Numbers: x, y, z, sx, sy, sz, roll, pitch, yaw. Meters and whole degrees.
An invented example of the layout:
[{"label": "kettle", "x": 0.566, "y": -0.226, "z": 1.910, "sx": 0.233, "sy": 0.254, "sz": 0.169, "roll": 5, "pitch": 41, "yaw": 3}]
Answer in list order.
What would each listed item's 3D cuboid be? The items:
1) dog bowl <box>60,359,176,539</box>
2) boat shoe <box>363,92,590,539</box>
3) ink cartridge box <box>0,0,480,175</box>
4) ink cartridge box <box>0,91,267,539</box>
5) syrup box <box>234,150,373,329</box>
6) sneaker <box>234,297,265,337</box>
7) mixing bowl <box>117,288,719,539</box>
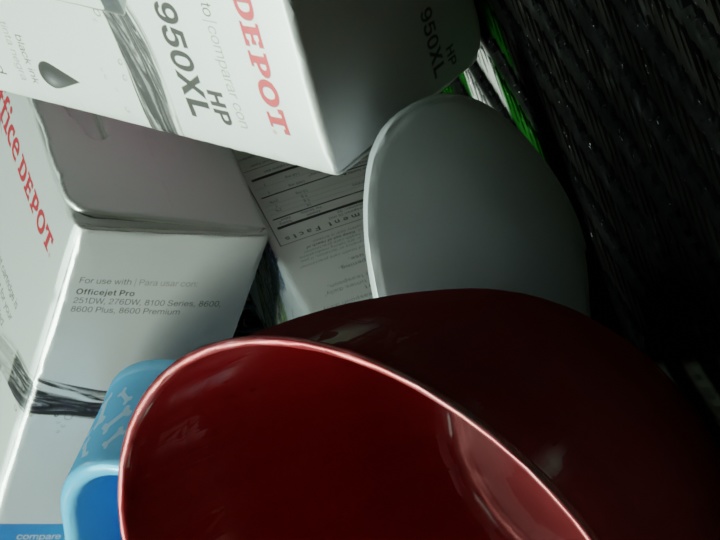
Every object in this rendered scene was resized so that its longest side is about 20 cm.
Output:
[{"label": "dog bowl", "x": -0.061, "y": 0.125, "z": 1.000, "sx": 0.111, "sy": 0.050, "sz": 0.201, "roll": 20, "pitch": 138, "yaw": 21}, {"label": "boat shoe", "x": 0.051, "y": 0.037, "z": 0.854, "sx": 0.201, "sy": 0.071, "sz": 0.068, "roll": 65, "pitch": 172, "yaw": -10}, {"label": "ink cartridge box", "x": -0.070, "y": -0.128, "z": 0.874, "sx": 0.199, "sy": 0.084, "sz": 0.145, "roll": 16, "pitch": 134, "yaw": 39}, {"label": "ink cartridge box", "x": -0.120, "y": 0.015, "z": 1.070, "sx": 0.145, "sy": 0.084, "sz": 0.201, "roll": -116, "pitch": 37, "yaw": -45}, {"label": "syrup box", "x": 0.000, "y": 0.000, "z": 1.049, "sx": 0.200, "sy": 0.081, "sz": 0.079, "roll": -122, "pitch": 17, "yaw": -55}, {"label": "sneaker", "x": -0.051, "y": 0.031, "z": 1.145, "sx": 0.199, "sy": 0.089, "sz": 0.079, "roll": 19, "pitch": 102, "yaw": 31}, {"label": "mixing bowl", "x": 0.037, "y": 0.081, "z": 0.748, "sx": 0.199, "sy": 0.108, "sz": 0.201, "roll": 24, "pitch": 132, "yaw": 28}]
